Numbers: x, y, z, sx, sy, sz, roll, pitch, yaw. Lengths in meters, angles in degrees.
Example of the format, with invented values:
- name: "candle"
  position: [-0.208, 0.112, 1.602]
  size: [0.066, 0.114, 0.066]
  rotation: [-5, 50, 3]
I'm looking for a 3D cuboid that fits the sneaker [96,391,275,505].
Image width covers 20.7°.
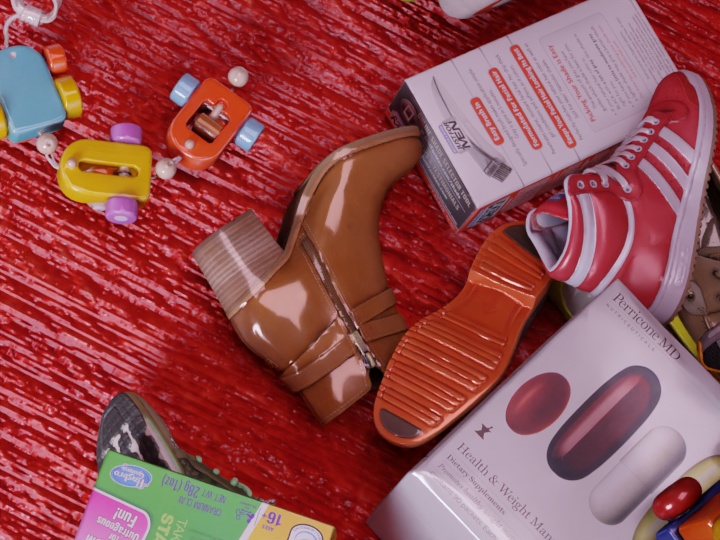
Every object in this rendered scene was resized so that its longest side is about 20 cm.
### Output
- name: "sneaker"
  position: [-0.100, 0.162, 1.307]
  size: [0.200, 0.077, 0.089]
  rotation: [54, 36, 12]

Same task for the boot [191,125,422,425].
- name: "boot"
  position: [0.000, 0.000, 1.376]
  size: [0.200, 0.077, 0.155]
  rotation: [-35, 85, -29]

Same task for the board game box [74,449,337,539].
- name: "board game box"
  position: [-0.117, 0.229, 1.209]
  size: [0.153, 0.040, 0.200]
  rotation: [18, 76, 4]

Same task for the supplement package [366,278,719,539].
- name: "supplement package"
  position: [0.149, 0.154, 1.311]
  size: [0.191, 0.147, 0.200]
  rotation: [46, 67, 6]

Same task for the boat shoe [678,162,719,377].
- name: "boat shoe"
  position: [0.260, 0.002, 1.439]
  size: [0.071, 0.065, 0.200]
  rotation: [-19, 75, -19]

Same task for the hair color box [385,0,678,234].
- name: "hair color box"
  position: [0.133, -0.120, 1.457]
  size: [0.200, 0.064, 0.111]
  rotation: [-25, 78, -22]

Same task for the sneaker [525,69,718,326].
- name: "sneaker"
  position: [0.180, -0.068, 1.375]
  size: [0.112, 0.071, 0.200]
  rotation: [18, 61, -12]

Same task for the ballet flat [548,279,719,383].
- name: "ballet flat"
  position: [0.197, 0.043, 1.401]
  size: [0.067, 0.067, 0.200]
  rotation: [-41, 84, 8]

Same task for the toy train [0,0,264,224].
- name: "toy train"
  position: [-0.178, -0.111, 1.389]
  size: [0.200, 0.056, 0.150]
  rotation: [31, 65, -4]

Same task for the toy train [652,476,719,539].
- name: "toy train"
  position: [0.225, 0.158, 1.184]
  size: [0.200, 0.116, 0.085]
  rotation: [-35, 84, -22]

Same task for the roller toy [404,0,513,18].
- name: "roller toy"
  position: [0.119, -0.280, 1.437]
  size: [0.200, 0.182, 0.140]
  rotation: [-27, 94, -40]

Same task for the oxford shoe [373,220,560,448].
- name: "oxford shoe"
  position: [0.076, 0.057, 1.365]
  size: [0.071, 0.073, 0.200]
  rotation: [31, 59, 18]

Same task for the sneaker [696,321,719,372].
- name: "sneaker"
  position: [0.303, 0.091, 1.385]
  size: [0.200, 0.077, 0.078]
  rotation: [54, 24, -31]
